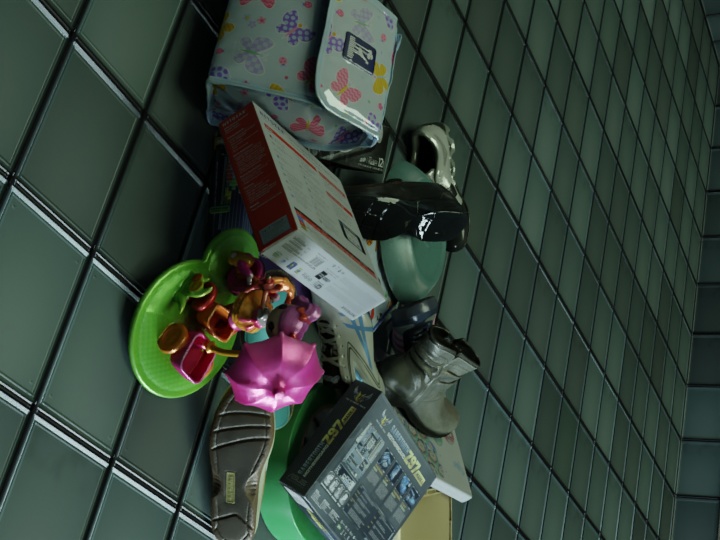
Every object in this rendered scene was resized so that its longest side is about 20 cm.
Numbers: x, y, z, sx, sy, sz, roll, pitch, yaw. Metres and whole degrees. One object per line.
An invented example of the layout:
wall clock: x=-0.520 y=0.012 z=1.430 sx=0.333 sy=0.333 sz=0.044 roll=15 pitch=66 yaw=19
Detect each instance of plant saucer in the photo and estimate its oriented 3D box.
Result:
plant saucer: x=0.079 y=-0.052 z=1.614 sx=0.200 sy=0.036 sz=0.202 roll=-3 pitch=90 yaw=-67

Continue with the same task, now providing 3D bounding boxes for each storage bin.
storage bin: x=0.055 y=0.399 z=1.628 sx=0.198 sy=0.093 sz=0.202 roll=10 pitch=79 yaw=-62

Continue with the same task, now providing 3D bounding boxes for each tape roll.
tape roll: x=-0.059 y=0.242 z=1.469 sx=0.200 sy=0.048 sz=0.203 roll=7 pitch=82 yaw=-62

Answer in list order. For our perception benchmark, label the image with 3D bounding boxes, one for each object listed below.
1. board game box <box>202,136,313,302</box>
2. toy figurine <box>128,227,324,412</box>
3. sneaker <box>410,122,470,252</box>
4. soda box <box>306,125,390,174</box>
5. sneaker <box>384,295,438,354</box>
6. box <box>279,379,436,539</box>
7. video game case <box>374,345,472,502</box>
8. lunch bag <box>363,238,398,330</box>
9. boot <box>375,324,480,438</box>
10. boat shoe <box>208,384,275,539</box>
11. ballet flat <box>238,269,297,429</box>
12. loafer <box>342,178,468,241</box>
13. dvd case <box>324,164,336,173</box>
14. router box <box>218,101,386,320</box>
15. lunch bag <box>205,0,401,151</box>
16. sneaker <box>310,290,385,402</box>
board game box: x=-0.104 y=-0.053 z=1.392 sx=0.200 sy=0.056 sz=0.167 roll=22 pitch=69 yaw=-60
toy figurine: x=-0.106 y=0.063 z=1.190 sx=0.201 sy=0.183 sz=0.150 roll=-56 pitch=139 yaw=-20
sneaker: x=0.110 y=-0.123 z=1.786 sx=0.088 sy=0.073 sz=0.202 roll=-18 pitch=95 yaw=-61
soda box: x=-0.046 y=-0.167 z=1.463 sx=0.199 sy=0.070 sz=0.064 roll=6 pitch=94 yaw=-56
sneaker: x=0.080 y=0.089 z=1.608 sx=0.200 sy=0.069 sz=0.083 roll=95 pitch=-24 yaw=-78
box: x=0.002 y=0.253 z=1.429 sx=0.158 sy=0.051 sz=0.201 roll=-51 pitch=137 yaw=-19
video game case: x=0.081 y=0.216 z=1.654 sx=0.200 sy=0.024 sz=0.183 roll=36 pitch=32 yaw=-46
lunch bag: x=0.000 y=0.000 z=1.568 sx=0.200 sy=0.075 sz=0.162 roll=-45 pitch=129 yaw=-55
boot: x=0.113 y=0.154 z=1.597 sx=0.200 sy=0.130 sz=0.068 roll=37 pitch=30 yaw=-43
boat shoe: x=-0.131 y=0.203 z=1.309 sx=0.076 sy=0.071 sz=0.202 roll=-60 pitch=162 yaw=-70
ballet flat: x=-0.108 y=0.086 z=1.350 sx=0.071 sy=0.070 sz=0.202 roll=-36 pitch=132 yaw=-57
loafer: x=0.041 y=-0.084 z=1.501 sx=0.198 sy=0.073 sz=0.073 roll=7 pitch=43 yaw=-33
dvd case: x=-0.062 y=-0.240 z=1.522 sx=0.200 sy=0.016 sz=0.150 roll=56 pitch=43 yaw=-47
router box: x=-0.061 y=-0.062 z=1.280 sx=0.200 sy=0.049 sz=0.181 roll=39 pitch=25 yaw=-53
lunch bag: x=-0.060 y=-0.238 z=1.315 sx=0.127 sy=0.198 sz=0.171 roll=113 pitch=-9 yaw=-68
sneaker: x=-0.022 y=0.096 z=1.424 sx=0.072 sy=0.071 sz=0.202 roll=-39 pitch=124 yaw=-37
